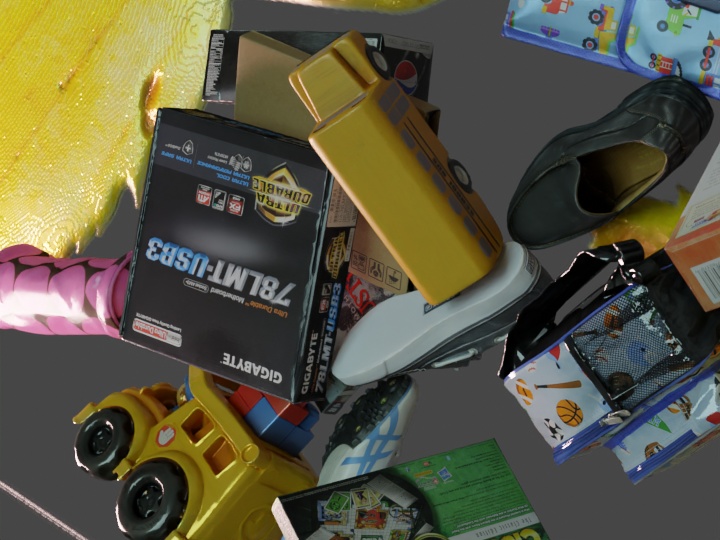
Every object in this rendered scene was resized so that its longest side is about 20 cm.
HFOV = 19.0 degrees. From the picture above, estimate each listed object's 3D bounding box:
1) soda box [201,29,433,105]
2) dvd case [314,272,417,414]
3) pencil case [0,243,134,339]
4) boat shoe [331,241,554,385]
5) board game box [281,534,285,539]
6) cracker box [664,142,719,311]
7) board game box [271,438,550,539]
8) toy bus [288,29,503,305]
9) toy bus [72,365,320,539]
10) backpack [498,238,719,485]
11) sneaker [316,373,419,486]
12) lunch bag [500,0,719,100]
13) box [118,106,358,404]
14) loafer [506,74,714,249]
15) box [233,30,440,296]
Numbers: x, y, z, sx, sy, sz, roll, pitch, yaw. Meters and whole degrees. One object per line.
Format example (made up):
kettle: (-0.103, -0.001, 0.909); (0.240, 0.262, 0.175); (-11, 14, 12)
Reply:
soda box: (-0.037, -0.163, 1.774); (0.199, 0.071, 0.064); (8, 93, 41)
dvd case: (0.000, 0.000, 1.763); (0.200, 0.022, 0.146); (-48, 58, 29)
pencil case: (-0.255, 0.016, 1.943); (0.199, 0.094, 0.091); (4, 134, 41)
boat shoe: (0.068, 0.047, 1.669); (0.199, 0.068, 0.072); (-31, 33, 27)
board game box: (-0.029, 0.269, 1.680); (0.037, 0.151, 0.201); (37, 110, 36)
cracker box: (0.293, -0.066, 1.405); (0.134, 0.200, 0.058); (-23, 111, 38)
board game box: (0.041, 0.193, 1.599); (0.105, 0.199, 0.024); (61, 144, 27)
toy bus: (0.024, -0.078, 1.604); (0.065, 0.078, 0.200); (-31, 103, 25)
toy bus: (-0.121, 0.141, 1.794); (0.192, 0.136, 0.200); (-51, 48, 8)
backpack: (0.201, 0.056, 1.489); (0.190, 0.200, 0.155); (-31, 82, 39)
sneaker: (0.000, 0.175, 1.730); (0.201, 0.072, 0.072); (-62, 17, 5)
lunch bag: (0.224, -0.214, 1.557); (0.199, 0.094, 0.151); (20, 102, 26)
box: (-0.097, -0.015, 1.731); (0.199, 0.050, 0.200); (19, 101, 37)
loafer: (0.169, -0.067, 1.565); (0.073, 0.072, 0.200); (42, 134, -6)
box: (-0.025, -0.086, 1.719); (0.199, 0.021, 0.164); (25, 123, 34)
